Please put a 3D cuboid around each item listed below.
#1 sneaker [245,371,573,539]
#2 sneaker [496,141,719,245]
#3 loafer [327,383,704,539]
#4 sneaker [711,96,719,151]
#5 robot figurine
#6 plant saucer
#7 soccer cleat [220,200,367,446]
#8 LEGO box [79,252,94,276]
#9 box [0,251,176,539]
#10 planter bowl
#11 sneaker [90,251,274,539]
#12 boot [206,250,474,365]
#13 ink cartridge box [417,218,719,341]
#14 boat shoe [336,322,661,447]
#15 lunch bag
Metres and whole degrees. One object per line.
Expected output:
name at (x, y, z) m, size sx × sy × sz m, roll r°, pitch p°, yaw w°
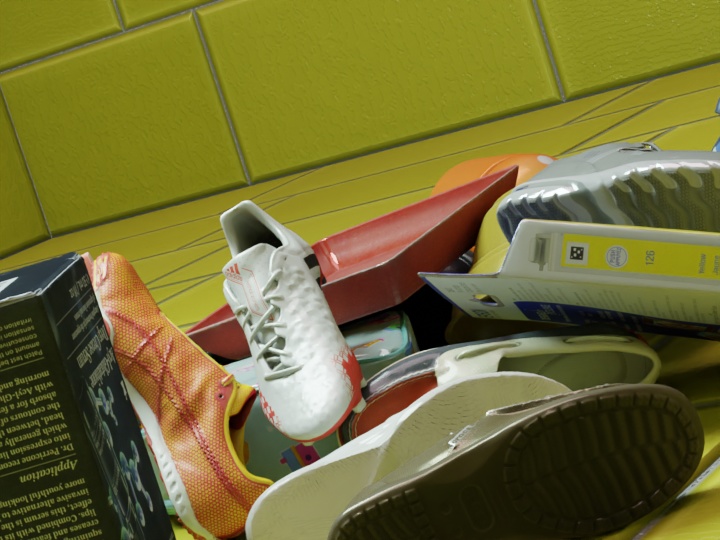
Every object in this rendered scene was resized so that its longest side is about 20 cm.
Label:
sneaker at (0.028, 0.111, 1.200) m, size 0.200 × 0.075 × 0.088 m, roll -20°, pitch -4°, yaw -6°
sneaker at (0.179, -0.056, 1.333) m, size 0.200 × 0.075 × 0.082 m, roll 0°, pitch 40°, yaw 39°
loafer at (0.075, 0.103, 1.090) m, size 0.200 × 0.076 × 0.067 m, roll -18°, pitch 14°, yaw -3°
sneaker at (0.279, -0.082, 1.520) m, size 0.080 × 0.147 × 0.200 m, roll 17°, pitch -22°, yaw -3°
robot figurine at (0.132, -0.045, 1.881) m, size 0.144 × 0.117 × 0.200 m, roll 20°, pitch -7°, yaw -21°
plant saucer at (0.000, 0.000, 1.528) m, size 0.200 × 0.037 × 0.200 m, roll -21°, pitch 9°, yaw 37°
soccer cleat at (-0.049, 0.030, 1.324) m, size 0.069 × 0.085 × 0.200 m, roll -32°, pitch 33°, yaw 12°
LEGO box at (-0.221, 0.084, 1.476) m, size 0.149 × 0.077 × 0.200 m, roll -27°, pitch -18°, yaw -8°
box at (-0.183, 0.107, 1.187) m, size 0.107 × 0.200 × 0.148 m, roll -16°, pitch 8°, yaw 3°
planter bowl at (0.144, -0.017, 1.484) m, size 0.200 × 0.084 × 0.200 m, roll -14°, pitch -18°, yaw -5°
sneaker at (-0.109, 0.072, 1.335) m, size 0.077 × 0.200 × 0.073 m, roll -29°, pitch -15°, yaw 0°
boot at (-0.012, 0.054, 1.624) m, size 0.211 × 0.080 × 0.158 m, roll -26°, pitch -4°, yaw 28°
ink cartridge box at (0.149, 0.006, 1.278) m, size 0.199 × 0.047 × 0.198 m, roll 7°, pitch -7°, yaw 12°
boat shoe at (0.084, 0.077, 1.301) m, size 0.199 × 0.071 × 0.063 m, roll -13°, pitch 5°, yaw -6°
lunch bag at (-0.044, 0.094, 1.437) m, size 0.200 × 0.077 × 0.160 m, roll -17°, pitch 6°, yaw 3°
